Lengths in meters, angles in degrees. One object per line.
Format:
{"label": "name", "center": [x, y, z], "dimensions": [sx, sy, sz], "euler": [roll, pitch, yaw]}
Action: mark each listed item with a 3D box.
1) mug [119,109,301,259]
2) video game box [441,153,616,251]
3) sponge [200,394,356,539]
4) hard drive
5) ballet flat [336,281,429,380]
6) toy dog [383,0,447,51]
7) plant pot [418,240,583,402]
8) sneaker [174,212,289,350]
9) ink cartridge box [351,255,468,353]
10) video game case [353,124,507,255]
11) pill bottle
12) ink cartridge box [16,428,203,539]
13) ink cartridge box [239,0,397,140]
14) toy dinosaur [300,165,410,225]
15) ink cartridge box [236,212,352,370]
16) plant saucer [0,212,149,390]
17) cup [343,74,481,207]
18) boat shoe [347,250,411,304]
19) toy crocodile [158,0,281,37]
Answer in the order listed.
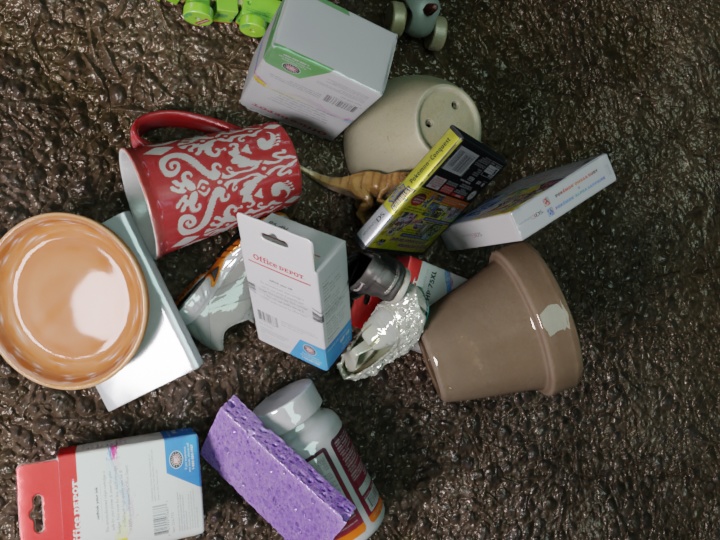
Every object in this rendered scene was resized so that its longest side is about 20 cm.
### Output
{"label": "mug", "center": [-0.188, -0.130, 0.853], "dimensions": [0.197, 0.133, 0.182], "euler": [-19, 95, -25]}
{"label": "video game box", "center": [0.230, -0.092, 0.975], "dimensions": [0.180, 0.199, 0.048], "euler": [-28, 97, -20]}
{"label": "sponge", "center": [-0.105, 0.254, 0.829], "dimensions": [0.199, 0.113, 0.030], "euler": [39, 39, 11]}
{"label": "hard drive", "center": [-0.290, 0.050, 0.825], "dimensions": [0.130, 0.026, 0.203], "euler": [-25, 96, 7]}
{"label": "ballet flat", "center": [0.022, 0.092, 0.881], "dimensions": [0.070, 0.201, 0.073], "euler": [12, 53, -17]}
{"label": "toy dog", "center": [0.089, -0.427, 0.998], "dimensions": [0.129, 0.096, 0.205], "euler": [-16, 92, -22]}
{"label": "plant pot", "center": [0.164, 0.084, 0.888], "dimensions": [0.171, 0.200, 0.204], "euler": [-20, 94, -1]}
{"label": "sneaker", "center": [-0.152, 0.014, 0.892], "dimensions": [0.200, 0.075, 0.092], "euler": [-48, 110, -10]}
{"label": "ink cartridge box", "center": [0.092, 0.055, 0.980], "dimensions": [0.196, 0.067, 0.119], "euler": [21, 80, -19]}
{"label": "video game case", "center": [0.097, -0.094, 0.893], "dimensions": [0.181, 0.199, 0.026], "euler": [-48, 70, 18]}
{"label": "pill bottle", "center": [-0.056, 0.250, 0.884], "dimensions": [0.108, 0.109, 0.203], "euler": [-30, 98, -20]}
{"label": "ink cartridge box", "center": [-0.290, 0.262, 0.807], "dimensions": [0.195, 0.067, 0.119], "euler": [-4, 87, -22]}
{"label": "ink cartridge box", "center": [-0.060, -0.253, 0.873], "dimensions": [0.143, 0.199, 0.090], "euler": [19, 76, -18]}
{"label": "toy dinosaur", "center": [-0.001, -0.112, 0.946], "dimensions": [0.061, 0.196, 0.108], "euler": [-50, 136, -47]}
{"label": "ink cartridge box", "center": [-0.075, 0.011, 0.831], "dimensions": [0.067, 0.114, 0.203], "euler": [-45, 146, -40]}
{"label": "plant saucer", "center": [-0.337, 0.035, 0.795], "dimensions": [0.195, 0.037, 0.206], "euler": [1, 98, 4]}
{"label": "cup", "center": [0.090, -0.188, 0.957], "dimensions": [0.196, 0.143, 0.206], "euler": [2, 85, -21]}
{"label": "boat shoe", "center": [0.000, 0.000, 0.875], "dimensions": [0.056, 0.199, 0.068], "euler": [30, 82, -20]}
{"label": "toy crocodile", "center": [-0.177, -0.354, 0.913], "dimensions": [0.196, 0.061, 0.069], "euler": [4, 84, -26]}
